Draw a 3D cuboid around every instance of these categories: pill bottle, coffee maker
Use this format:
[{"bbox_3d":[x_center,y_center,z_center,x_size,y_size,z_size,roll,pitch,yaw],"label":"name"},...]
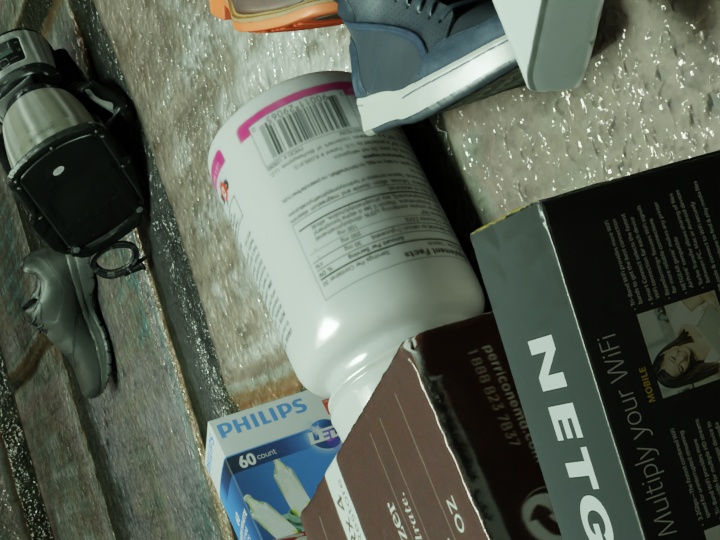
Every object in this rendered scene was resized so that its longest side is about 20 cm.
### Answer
[{"bbox_3d":[0.000,0.000,0.799,0.114,0.113,0.201,113,138,-57],"label":"pill bottle"},{"bbox_3d":[-0.305,-0.115,1.440,0.200,0.134,0.193,-126,29,-42],"label":"coffee maker"}]

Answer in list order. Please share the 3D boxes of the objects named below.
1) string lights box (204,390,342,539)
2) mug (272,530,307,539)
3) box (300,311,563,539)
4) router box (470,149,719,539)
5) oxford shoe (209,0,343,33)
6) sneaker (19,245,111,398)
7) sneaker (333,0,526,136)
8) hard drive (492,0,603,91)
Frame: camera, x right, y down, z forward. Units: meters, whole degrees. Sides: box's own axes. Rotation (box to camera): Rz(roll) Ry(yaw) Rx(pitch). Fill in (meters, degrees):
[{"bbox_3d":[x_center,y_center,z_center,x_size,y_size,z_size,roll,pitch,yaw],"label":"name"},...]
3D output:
[{"bbox_3d":[-0.024,0.183,0.992,0.200,0.102,0.059,60,156,32],"label":"string lights box"},{"bbox_3d":[0.028,0.203,0.749,0.178,0.199,0.134,62,155,27],"label":"mug"},{"bbox_3d":[0.094,0.116,0.577,0.167,0.163,0.200,66,157,21],"label":"box"},{"bbox_3d":[0.138,0.060,0.444,0.052,0.157,0.201,-27,78,67],"label":"router box"},{"bbox_3d":[-0.050,-0.183,0.863,0.200,0.071,0.073,-150,53,-61],"label":"oxford shoe"},{"bbox_3d":[-0.358,0.062,1.742,0.076,0.090,0.201,9,114,64],"label":"sneaker"},{"bbox_3d":[0.029,-0.146,0.684,0.202,0.077,0.147,0,106,69],"label":"sneaker"},{"bbox_3d":[0.062,-0.186,0.574,0.132,0.026,0.201,96,166,-45],"label":"hard drive"}]
